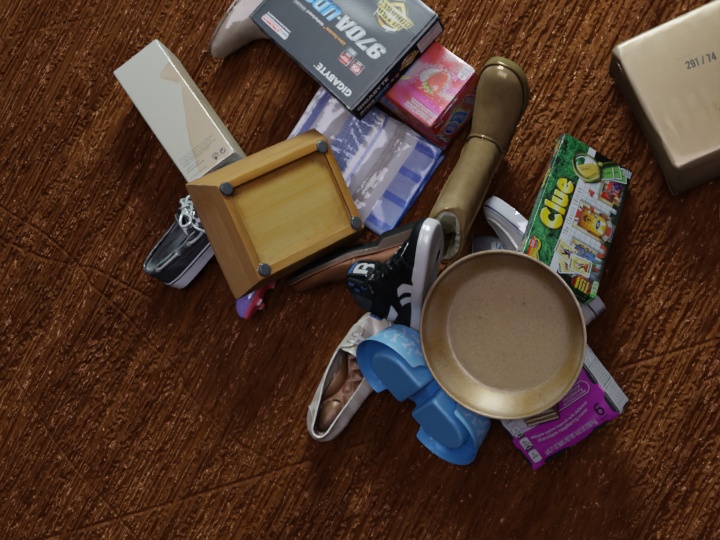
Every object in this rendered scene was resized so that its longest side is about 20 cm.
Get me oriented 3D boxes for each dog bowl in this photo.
[{"bbox_3d":[0.081,0.149,1.375,0.200,0.111,0.050,47,59,1],"label":"dog bowl"}]

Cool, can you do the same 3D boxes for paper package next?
[{"bbox_3d":[0.436,-0.221,1.361,0.199,0.103,0.191,-24,73,7],"label":"paper package"}]

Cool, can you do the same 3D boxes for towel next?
[{"bbox_3d":[-0.004,-0.152,1.485,0.200,0.024,0.147,34,90,13],"label":"towel"}]

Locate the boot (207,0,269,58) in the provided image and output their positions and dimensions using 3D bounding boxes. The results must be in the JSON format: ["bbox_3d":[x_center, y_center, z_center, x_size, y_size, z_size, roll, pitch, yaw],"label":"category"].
[{"bbox_3d":[-0.094,-0.335,1.507,0.146,0.070,0.200,38,91,11],"label":"boot"}]

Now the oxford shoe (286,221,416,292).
[{"bbox_3d":[0.000,0.000,1.443,0.199,0.071,0.072,-17,103,13],"label":"oxford shoe"}]

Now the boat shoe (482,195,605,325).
[{"bbox_3d":[0.212,-0.004,1.379,0.070,0.071,0.200,-42,83,-1],"label":"boat shoe"}]

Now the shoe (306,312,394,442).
[{"bbox_3d":[-0.008,0.134,1.429,0.070,0.053,0.201,29,88,13],"label":"shoe"}]

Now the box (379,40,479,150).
[{"bbox_3d":[0.056,-0.260,1.442,0.200,0.100,0.096,40,90,19],"label":"box"}]

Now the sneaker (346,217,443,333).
[{"bbox_3d":[0.035,0.002,1.343,0.111,0.200,0.073,19,53,13],"label":"sneaker"}]

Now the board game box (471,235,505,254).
[{"bbox_3d":[0.188,0.057,1.418,0.104,0.023,0.201,4,82,9],"label":"board game box"}]

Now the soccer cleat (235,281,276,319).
[{"bbox_3d":[-0.138,-0.035,1.471,0.076,0.067,0.201,18,81,2],"label":"soccer cleat"}]

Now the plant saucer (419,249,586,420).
[{"bbox_3d":[0.168,0.073,1.297,0.199,0.035,0.201,4,100,22],"label":"plant saucer"}]

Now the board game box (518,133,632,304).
[{"bbox_3d":[0.262,-0.066,1.353,0.104,0.023,0.201,27,60,-6],"label":"board game box"}]

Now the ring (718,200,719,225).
[{"bbox_3d":[0.547,-0.071,1.367,0.199,0.019,0.201,-1,82,10],"label":"ring"}]

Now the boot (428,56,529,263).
[{"bbox_3d":[0.141,-0.133,1.344,0.066,0.176,0.200,17,53,16],"label":"boot"}]

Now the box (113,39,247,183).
[{"bbox_3d":[-0.240,-0.204,1.504,0.078,0.095,0.200,-36,78,4],"label":"box"}]

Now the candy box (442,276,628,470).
[{"bbox_3d":[0.208,0.120,1.342,0.136,0.061,0.200,-39,84,24],"label":"candy box"}]

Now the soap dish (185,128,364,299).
[{"bbox_3d":[-0.100,-0.076,1.403,0.200,0.081,0.158,-28,100,-27],"label":"soap dish"}]

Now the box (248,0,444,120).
[{"bbox_3d":[-0.018,-0.312,1.396,0.159,0.046,0.200,-46,70,3],"label":"box"}]

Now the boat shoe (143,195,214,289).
[{"bbox_3d":[-0.216,-0.065,1.466,0.199,0.068,0.074,-46,41,20],"label":"boat shoe"}]
